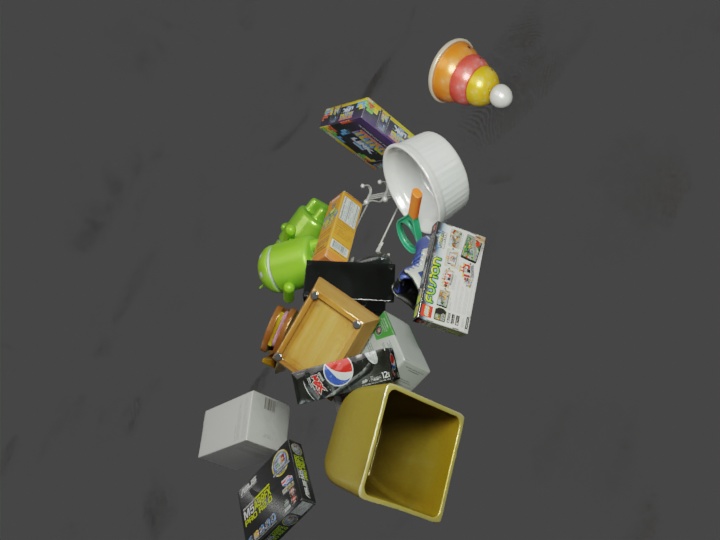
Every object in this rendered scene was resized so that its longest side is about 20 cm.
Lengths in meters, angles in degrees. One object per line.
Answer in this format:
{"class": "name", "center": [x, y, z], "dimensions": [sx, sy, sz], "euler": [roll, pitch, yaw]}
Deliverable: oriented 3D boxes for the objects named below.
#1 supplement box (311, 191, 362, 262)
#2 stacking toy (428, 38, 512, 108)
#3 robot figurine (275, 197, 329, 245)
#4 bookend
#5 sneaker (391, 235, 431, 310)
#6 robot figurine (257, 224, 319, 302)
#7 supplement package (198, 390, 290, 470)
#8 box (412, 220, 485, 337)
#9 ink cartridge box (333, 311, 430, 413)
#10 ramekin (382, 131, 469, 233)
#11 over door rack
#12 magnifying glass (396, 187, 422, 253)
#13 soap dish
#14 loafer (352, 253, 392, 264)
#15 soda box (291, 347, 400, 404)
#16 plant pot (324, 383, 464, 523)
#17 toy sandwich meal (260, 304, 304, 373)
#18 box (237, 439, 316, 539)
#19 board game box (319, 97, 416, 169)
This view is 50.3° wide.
{"class": "supplement box", "center": [-0.054, -0.082, 1.758], "dimensions": [0.066, 0.068, 0.203], "euler": [-31, 32, 43]}
{"class": "stacking toy", "center": [0.259, -0.409, 1.692], "dimensions": [0.199, 0.145, 0.148], "euler": [38, 98, 35]}
{"class": "robot figurine", "center": [-0.143, -0.082, 1.960], "dimensions": [0.202, 0.115, 0.176], "euler": [-53, 48, 12]}
{"class": "bookend", "center": [-0.023, 0.072, 1.711], "dimensions": [0.202, 0.193, 0.094], "euler": [91, -177, -59]}
{"class": "sneaker", "center": [0.121, 0.007, 1.560], "dimensions": [0.081, 0.113, 0.203], "euler": [-51, 33, 43]}
{"class": "robot figurine", "center": [-0.159, -0.014, 1.837], "dimensions": [0.196, 0.115, 0.180], "euler": [-13, 64, 23]}
{"class": "supplement package", "center": [-0.277, 0.383, 1.824], "dimensions": [0.198, 0.120, 0.122], "euler": [-27, 48, 38]}
{"class": "box", "center": [0.175, 0.015, 1.503], "dimensions": [0.035, 0.108, 0.205], "euler": [132, 154, -69]}
{"class": "ink cartridge box", "center": [0.032, 0.212, 1.578], "dimensions": [0.200, 0.082, 0.148], "euler": [-48, 38, 20]}
{"class": "ramekin", "center": [0.140, -0.190, 1.609], "dimensions": [0.097, 0.204, 0.200], "euler": [-30, 30, -19]}
{"class": "over door rack", "center": [0.025, -0.125, 1.820], "dimensions": [0.146, 0.066, 0.205], "euler": [-4, 65, 51]}
{"class": "magnifying glass", "center": [0.109, -0.106, 1.627], "dimensions": [0.022, 0.201, 0.080], "euler": [-29, 65, -20]}
{"class": "soap dish", "center": [-0.076, 0.140, 1.560], "dimensions": [0.156, 0.081, 0.203], "euler": [33, 98, 12]}
{"class": "loafer", "center": [0.000, 0.000, 1.768], "dimensions": [0.198, 0.073, 0.073], "euler": [-24, 25, 39]}
{"class": "soda box", "center": [-0.028, 0.202, 1.468], "dimensions": [0.195, 0.071, 0.065], "euler": [-17, 81, 14]}
{"class": "plant pot", "center": [0.041, 0.327, 1.414], "dimensions": [0.198, 0.193, 0.199], "euler": [-8, 61, 56]}
{"class": "toy sandwich meal", "center": [-0.180, 0.151, 1.817], "dimensions": [0.205, 0.069, 0.209], "euler": [25, -91, -88]}
{"class": "box", "center": [-0.190, 0.504, 1.702], "dimensions": [0.200, 0.044, 0.162], "euler": [-47, 39, 21]}
{"class": "board game box", "center": [0.026, -0.322, 1.831], "dimensions": [0.163, 0.198, 0.058], "euler": [1, 65, 51]}
